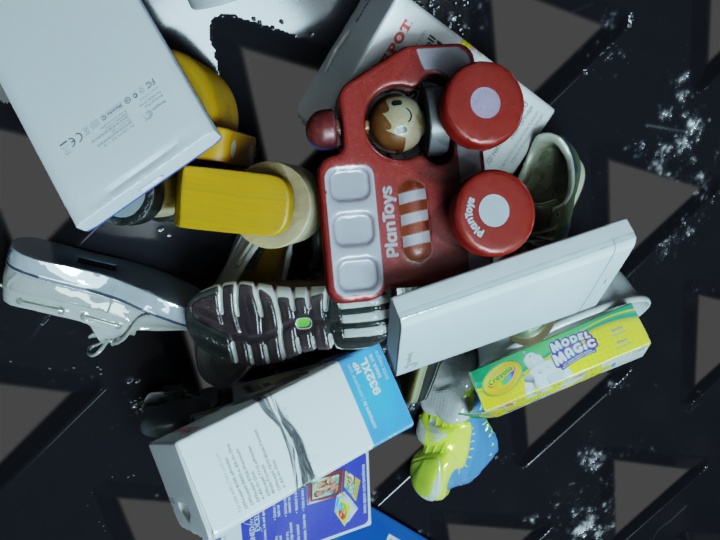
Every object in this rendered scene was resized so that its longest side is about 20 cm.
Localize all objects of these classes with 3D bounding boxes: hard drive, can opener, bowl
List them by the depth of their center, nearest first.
[{"bbox_3d":[-0.213,-0.152,0.616,0.131,0.025,0.202,-33,79,4],"label":"hard drive"},{"bbox_3d":[0.119,0.026,0.646,0.197,0.027,0.132,-18,155,-8],"label":"hard drive"},{"bbox_3d":[-0.135,0.155,0.830,0.196,0.067,0.054,-1,114,-17],"label":"can opener"},{"bbox_3d":[0.204,0.039,0.848,0.198,0.092,0.202,-18,160,-7],"label":"bowl"}]

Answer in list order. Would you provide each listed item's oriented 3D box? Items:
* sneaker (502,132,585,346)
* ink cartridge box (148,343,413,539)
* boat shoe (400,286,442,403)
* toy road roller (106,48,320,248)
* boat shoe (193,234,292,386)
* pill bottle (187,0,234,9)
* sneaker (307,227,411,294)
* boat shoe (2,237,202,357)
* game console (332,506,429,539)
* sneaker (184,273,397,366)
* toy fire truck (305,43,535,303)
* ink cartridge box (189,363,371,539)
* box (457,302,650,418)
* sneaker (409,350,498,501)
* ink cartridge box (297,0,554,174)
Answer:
[{"bbox_3d":[0.164,-0.037,0.735,0.090,0.066,0.203,38,66,-60],"label":"sneaker"},{"bbox_3d":[-0.075,0.148,0.696,0.198,0.145,0.085,-23,88,-27],"label":"ink cartridge box"},{"bbox_3d":[0.092,0.056,0.855,0.065,0.072,0.204,7,107,-14],"label":"boat shoe"},{"bbox_3d":[-0.126,-0.105,0.665,0.196,0.123,0.149,9,97,6],"label":"toy road roller"},{"bbox_3d":[-0.115,0.038,0.782,0.070,0.070,0.202,18,107,-24],"label":"boat shoe"},{"bbox_3d":[-0.125,-0.316,0.592,0.112,0.114,0.202,-22,118,-6],"label":"pill bottle"},{"bbox_3d":[0.000,0.000,0.809,0.097,0.071,0.202,-5,132,9],"label":"sneaker"},{"bbox_3d":[-0.241,0.040,0.741,0.199,0.075,0.087,17,108,-21],"label":"boat shoe"},{"bbox_3d":[-0.007,0.404,1.013,0.199,0.118,0.173,38,68,-28],"label":"game console"},{"bbox_3d":[-0.056,0.037,0.728,0.196,0.116,0.077,-1,102,13],"label":"sneaker"},{"bbox_3d":[0.042,-0.081,0.634,0.165,0.112,0.204,-6,90,-9],"label":"toy fire truck"},{"bbox_3d":[-0.083,0.209,0.827,0.197,0.047,0.201,-10,110,-25],"label":"ink cartridge box"},{"bbox_3d":[0.192,0.102,0.798,0.198,0.049,0.117,-27,162,9],"label":"box"},{"bbox_3d":[0.122,0.177,0.931,0.104,0.076,0.203,-1,115,-37],"label":"sneaker"},{"bbox_3d":[0.061,-0.152,0.741,0.198,0.084,0.146,28,102,-26],"label":"ink cartridge box"}]
